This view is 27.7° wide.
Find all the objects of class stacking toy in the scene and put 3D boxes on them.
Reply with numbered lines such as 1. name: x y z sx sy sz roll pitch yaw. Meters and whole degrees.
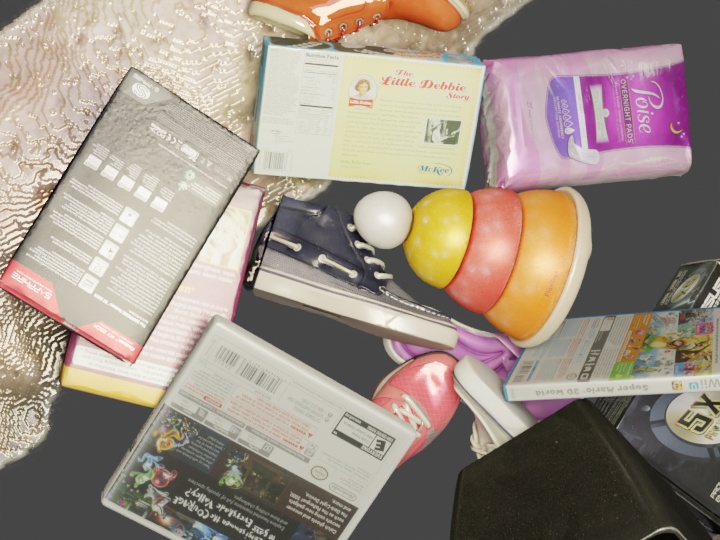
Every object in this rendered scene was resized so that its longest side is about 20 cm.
1. stacking toy: 0.088 -0.028 1.268 0.198 0.146 0.148 18 83 -15

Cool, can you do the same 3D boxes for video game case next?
1. video game case: 0.234 0.070 1.253 0.197 0.143 0.018 -5 109 23
2. video game case: -0.082 0.158 1.194 0.199 0.023 0.183 30 101 -18

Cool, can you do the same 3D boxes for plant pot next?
1. plant pot: 0.184 0.233 1.206 0.199 0.178 0.199 -34 130 15

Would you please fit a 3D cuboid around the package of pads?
1. package of pads: 0.203 -0.139 1.341 0.197 0.076 0.122 -6 91 -14

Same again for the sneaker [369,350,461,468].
1. sneaker: 0.019 0.153 1.267 0.200 0.087 0.074 -42 98 -3

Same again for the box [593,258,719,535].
1. box: 0.326 0.118 1.354 0.163 0.086 0.201 36 80 -9

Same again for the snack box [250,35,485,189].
1. snack box: 0.006 -0.138 1.292 0.197 0.037 0.118 4 112 -14

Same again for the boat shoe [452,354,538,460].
1. boat shoe: 0.131 0.156 1.296 0.065 0.072 0.200 -37 126 8

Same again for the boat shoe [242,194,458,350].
1. boat shoe: 0.000 0.000 1.277 0.198 0.075 0.094 18 80 -1

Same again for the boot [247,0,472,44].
1. boot: -0.003 -0.237 1.302 0.198 0.075 0.109 19 87 -4

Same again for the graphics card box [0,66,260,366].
1. graphics card box: -0.182 -0.043 1.151 0.125 0.051 0.202 31 83 -10

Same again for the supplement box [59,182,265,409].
1. supplement box: -0.170 0.013 1.230 0.129 0.103 0.203 15 85 -11

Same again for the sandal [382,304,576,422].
1. sandal: 0.116 0.090 1.322 0.200 0.050 0.084 17 84 -11
